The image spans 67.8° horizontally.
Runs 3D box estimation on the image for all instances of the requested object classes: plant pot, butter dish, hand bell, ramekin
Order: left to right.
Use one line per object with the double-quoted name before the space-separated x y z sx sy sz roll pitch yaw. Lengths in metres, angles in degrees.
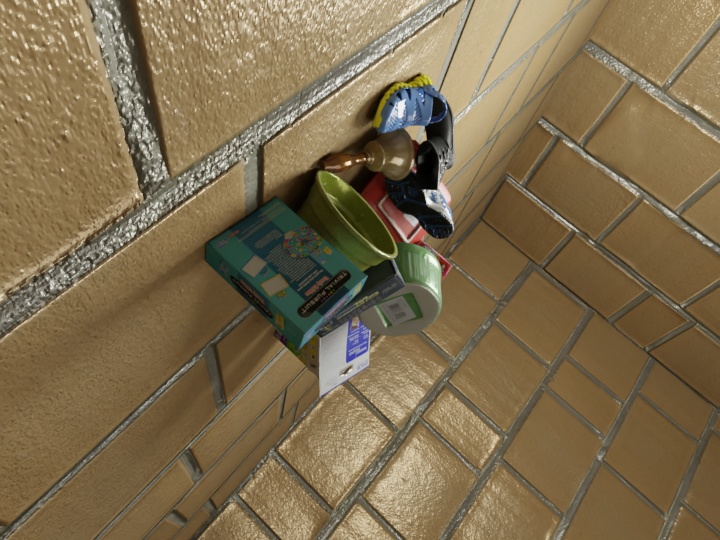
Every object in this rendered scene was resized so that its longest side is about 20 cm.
"plant pot" -0.066 -0.042 0.962 0.184 0.201 0.200 -42 171 17
"hand bell" 0.000 -0.204 0.979 0.198 0.104 0.105 -20 151 -43
"butter dish" 0.073 -0.165 1.210 0.201 0.147 0.200 -49 125 -10
"ramekin" 0.077 0.047 1.118 0.099 0.196 0.201 -92 -157 -44

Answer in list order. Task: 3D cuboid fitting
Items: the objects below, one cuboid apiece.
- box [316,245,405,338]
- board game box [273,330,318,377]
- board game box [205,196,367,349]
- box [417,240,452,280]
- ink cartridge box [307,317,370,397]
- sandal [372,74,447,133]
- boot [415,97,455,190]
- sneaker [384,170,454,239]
"box" -0.027 0.013 1.046 0.198 0.159 0.051 -32 139 11
"board game box" -0.110 0.181 1.390 0.105 0.199 0.104 -38 164 -45
"board game box" -0.112 -0.002 0.814 0.151 0.199 0.047 -41 166 -36
"box" 0.150 -0.008 1.297 0.100 0.095 0.200 -52 180 6
"ink cartridge box" -0.044 0.152 1.212 0.196 0.046 0.204 -19 119 -53
"sandal" 0.097 -0.300 0.993 0.199 0.087 0.080 -39 166 -38
"boot" 0.144 -0.264 1.085 0.064 0.168 0.200 -9 -161 26
"sneaker" 0.122 -0.154 1.122 0.075 0.200 0.078 -27 -150 34
